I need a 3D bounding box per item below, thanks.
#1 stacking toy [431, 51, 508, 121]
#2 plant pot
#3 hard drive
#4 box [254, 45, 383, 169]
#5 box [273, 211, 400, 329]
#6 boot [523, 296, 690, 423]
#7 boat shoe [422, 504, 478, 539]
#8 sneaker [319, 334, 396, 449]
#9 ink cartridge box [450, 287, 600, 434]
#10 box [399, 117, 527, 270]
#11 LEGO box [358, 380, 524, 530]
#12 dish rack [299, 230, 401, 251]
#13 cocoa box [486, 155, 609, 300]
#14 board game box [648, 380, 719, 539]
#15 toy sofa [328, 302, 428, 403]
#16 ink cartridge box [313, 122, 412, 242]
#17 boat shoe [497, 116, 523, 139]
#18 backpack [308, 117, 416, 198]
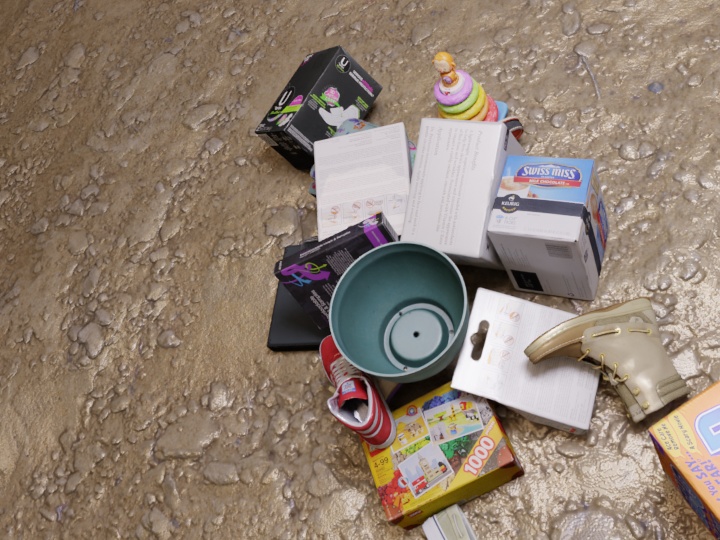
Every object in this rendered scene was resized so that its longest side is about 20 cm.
[{"bbox_3d":[0.170,-0.306,1.335,0.115,0.200,0.110,19,73,32],"label":"stacking toy"},{"bbox_3d":[0.070,0.076,1.118,0.199,0.134,0.202,-8,63,17],"label":"plant pot"},{"bbox_3d":[-0.089,0.046,1.379,0.138,0.033,0.202,-5,62,25],"label":"hard drive"},{"bbox_3d":[-0.082,-0.311,1.489,0.201,0.124,0.148,-57,30,-11],"label":"box"},{"bbox_3d":[-0.018,0.005,1.217,0.199,0.143,0.036,-24,36,18],"label":"box"},{"bbox_3d":[0.336,0.135,1.046,0.198,0.073,0.157,-16,73,-15],"label":"boot"},{"bbox_3d":[0.154,0.405,1.034,0.062,0.072,0.200,-40,50,5],"label":"boat shoe"},{"bbox_3d":[-0.019,0.160,1.128,0.071,0.113,0.201,-35,57,4],"label":"sneaker"},{"bbox_3d":[0.244,0.130,1.111,0.198,0.050,0.163,15,70,10],"label":"ink cartridge box"},{"bbox_3d":[0.166,-0.113,1.195,0.130,0.200,0.201,10,88,23],"label":"box"},{"bbox_3d":[0.116,0.264,1.126,0.199,0.077,0.150,-29,55,10],"label":"LEGO box"},{"bbox_3d":[0.000,0.000,1.269,0.198,0.154,0.055,-8,35,6],"label":"dish rack"},{"bbox_3d":[0.285,-0.062,1.143,0.132,0.200,0.132,8,68,28],"label":"cocoa box"},{"bbox_3d":[0.484,0.233,0.878,0.199,0.200,0.201,-36,53,5],"label":"board game box"},{"bbox_3d":[0.053,0.151,1.218,0.097,0.083,0.201,33,82,31],"label":"toy sofa"},{"bbox_3d":[0.007,-0.132,1.257,0.159,0.050,0.202,-10,69,13],"label":"ink cartridge box"},{"bbox_3d":[0.209,-0.183,1.330,0.200,0.071,0.063,-41,60,4],"label":"boat shoe"},{"bbox_3d":[0.022,-0.168,1.376,0.199,0.151,0.178,27,76,30],"label":"backpack"}]
